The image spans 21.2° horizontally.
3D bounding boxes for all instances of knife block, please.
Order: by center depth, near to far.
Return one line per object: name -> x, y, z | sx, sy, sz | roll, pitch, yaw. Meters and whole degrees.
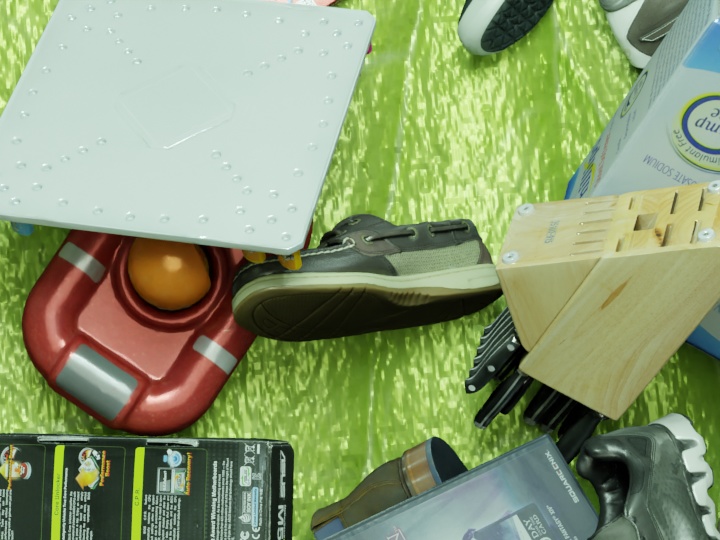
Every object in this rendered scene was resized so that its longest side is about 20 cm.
knife block -> 0.154, 0.042, 1.144 | 0.199, 0.064, 0.176 | -7, 126, 25

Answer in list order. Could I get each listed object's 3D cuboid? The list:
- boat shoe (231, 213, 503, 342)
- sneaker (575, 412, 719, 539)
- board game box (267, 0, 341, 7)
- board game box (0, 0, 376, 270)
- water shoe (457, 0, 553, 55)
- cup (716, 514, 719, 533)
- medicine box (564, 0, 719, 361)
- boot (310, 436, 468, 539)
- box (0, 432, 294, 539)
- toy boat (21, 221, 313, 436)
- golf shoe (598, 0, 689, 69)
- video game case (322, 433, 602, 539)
boat shoe -> 0.000, 0.000, 1.166 | 0.199, 0.073, 0.065 | 0, 63, -42
sneaker -> 0.175, 0.173, 1.106 | 0.090, 0.067, 0.201 | 1, 54, -26
board game box -> -0.065, -0.257, 1.226 | 0.103, 0.019, 0.200 | -35, 90, -10
board game box -> -0.107, -0.087, 1.126 | 0.199, 0.026, 0.201 | 7, 48, 12
water shoe -> 0.103, -0.231, 1.231 | 0.079, 0.072, 0.201 | 28, 83, 24
cup -> 0.291, 0.201, 1.161 | 0.200, 0.200, 0.144 | 25, 105, -4
medicine box -> 0.242, -0.055, 1.156 | 0.182, 0.103, 0.200 | 28, 125, -4
boot -> 0.053, 0.204, 1.192 | 0.097, 0.075, 0.201 | -26, 101, 18
box -> -0.137, 0.197, 1.134 | 0.192, 0.047, 0.201 | -1, 85, 19
toy boat -> -0.111, -0.002, 1.143 | 0.130, 0.131, 0.200 | 33, 83, -4
golf shoe -> 0.241, -0.195, 1.240 | 0.199, 0.078, 0.095 | -22, 113, -13
video game case -> 0.073, 0.187, 1.089 | 0.199, 0.019, 0.143 | -20, 72, -39
